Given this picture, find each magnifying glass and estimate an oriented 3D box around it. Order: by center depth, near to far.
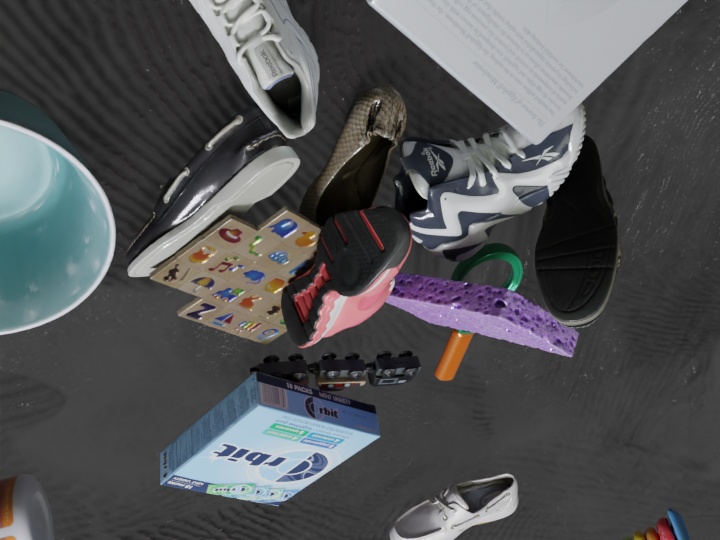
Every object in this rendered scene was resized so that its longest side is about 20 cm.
[{"bbox_3d":[0.124,0.051,0.935,0.079,0.022,0.201,0,129,-21],"label":"magnifying glass"}]

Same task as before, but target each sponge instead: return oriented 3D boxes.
[{"bbox_3d":[0.100,0.037,0.803,0.111,0.200,0.030,27,79,-37],"label":"sponge"}]

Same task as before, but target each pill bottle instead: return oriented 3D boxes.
[{"bbox_3d":[-0.443,0.296,0.881,0.199,0.112,0.113,-12,135,-9],"label":"pill bottle"}]

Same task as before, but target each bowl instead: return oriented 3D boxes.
[{"bbox_3d":[-0.289,-0.056,0.615,0.200,0.105,0.201,-11,134,-12],"label":"bowl"}]

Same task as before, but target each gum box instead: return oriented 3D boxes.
[{"bbox_3d":[-0.106,0.200,0.944,0.169,0.045,0.200,22,132,-36],"label":"gum box"}]

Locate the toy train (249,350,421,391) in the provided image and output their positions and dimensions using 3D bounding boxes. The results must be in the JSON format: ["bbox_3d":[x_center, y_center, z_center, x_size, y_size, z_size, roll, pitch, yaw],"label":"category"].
[{"bbox_3d":[-0.028,0.115,0.928,0.199,0.034,0.046,0,142,-21],"label":"toy train"}]

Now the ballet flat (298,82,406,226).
[{"bbox_3d":[-0.007,-0.075,0.744,0.067,0.046,0.200,5,132,-26],"label":"ballet flat"}]

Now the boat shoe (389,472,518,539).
[{"bbox_3d":[0.133,0.334,1.171,0.199,0.071,0.070,-19,135,-15],"label":"boat shoe"}]

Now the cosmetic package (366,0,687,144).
[{"bbox_3d":[0.121,-0.235,0.591,0.199,0.123,0.200,29,115,-38],"label":"cosmetic package"}]

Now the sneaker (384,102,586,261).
[{"bbox_3d":[0.101,-0.096,0.743,0.129,0.080,0.199,17,134,-43],"label":"sneaker"}]

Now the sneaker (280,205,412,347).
[{"bbox_3d":[0.000,0.000,0.757,0.087,0.074,0.200,-10,157,-37],"label":"sneaker"}]

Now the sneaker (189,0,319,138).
[{"bbox_3d":[-0.076,-0.182,0.592,0.074,0.087,0.200,-28,134,9],"label":"sneaker"}]

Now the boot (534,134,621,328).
[{"bbox_3d":[0.220,-0.010,0.797,0.073,0.204,0.154,-8,145,22],"label":"boot"}]

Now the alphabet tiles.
[{"bbox_3d":[-0.091,0.008,0.774,0.167,0.008,0.200,-33,148,21],"label":"alphabet tiles"}]

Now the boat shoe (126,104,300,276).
[{"bbox_3d":[-0.137,-0.062,0.699,0.200,0.061,0.074,-36,167,32],"label":"boat shoe"}]

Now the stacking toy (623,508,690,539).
[{"bbox_3d":[0.487,0.510,1.459,0.199,0.110,0.116,-19,139,12],"label":"stacking toy"}]
